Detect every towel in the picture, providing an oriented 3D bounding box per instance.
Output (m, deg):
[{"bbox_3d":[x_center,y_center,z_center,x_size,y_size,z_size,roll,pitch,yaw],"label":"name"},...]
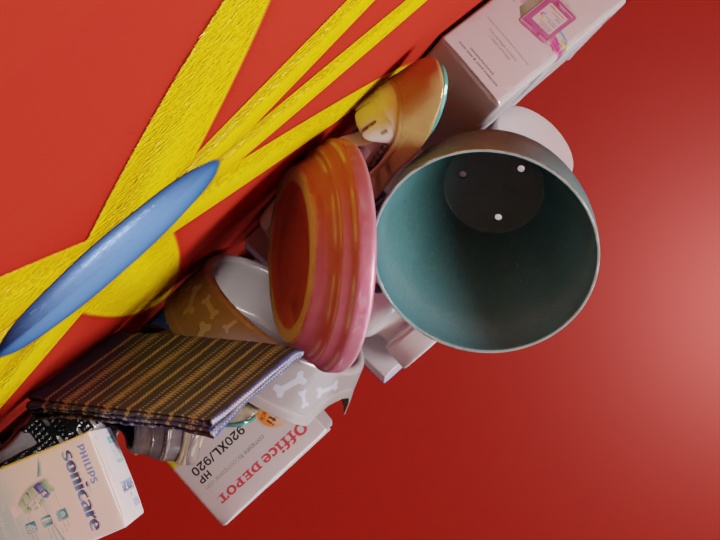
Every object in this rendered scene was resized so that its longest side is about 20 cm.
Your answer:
[{"bbox_3d":[-0.166,0.094,1.464,0.199,0.024,0.145,4,-154,30],"label":"towel"}]

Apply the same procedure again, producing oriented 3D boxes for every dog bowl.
[{"bbox_3d":[-0.083,0.059,1.613,0.059,0.200,0.200,-54,174,17],"label":"dog bowl"}]

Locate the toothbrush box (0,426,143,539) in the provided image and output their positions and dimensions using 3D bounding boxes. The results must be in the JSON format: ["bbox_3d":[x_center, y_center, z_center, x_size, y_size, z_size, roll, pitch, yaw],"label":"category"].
[{"bbox_3d":[-0.287,0.204,1.419,0.199,0.086,0.146,-22,177,-2],"label":"toothbrush box"}]

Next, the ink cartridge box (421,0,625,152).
[{"bbox_3d":[0.137,-0.206,1.641,0.200,0.085,0.145,-39,178,-30],"label":"ink cartridge box"}]

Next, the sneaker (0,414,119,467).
[{"bbox_3d":[-0.303,0.167,1.582,0.200,0.074,0.080,-36,-170,-32],"label":"sneaker"}]

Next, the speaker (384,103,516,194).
[{"bbox_3d":[0.094,-0.162,1.809,0.200,0.081,0.081,-42,178,21],"label":"speaker"}]

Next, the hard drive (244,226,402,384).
[{"bbox_3d":[0.000,0.000,1.736,0.132,0.200,0.025,-41,163,-19],"label":"hard drive"}]

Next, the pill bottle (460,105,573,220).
[{"bbox_3d":[0.120,-0.068,1.772,0.200,0.113,0.113,-47,175,39],"label":"pill bottle"}]

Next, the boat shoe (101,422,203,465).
[{"bbox_3d":[-0.196,0.106,1.540,0.200,0.073,0.075,39,-61,60],"label":"boat shoe"}]

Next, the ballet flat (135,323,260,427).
[{"bbox_3d":[-0.160,0.092,1.608,0.067,0.063,0.199,-15,-161,-32],"label":"ballet flat"}]

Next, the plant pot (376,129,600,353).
[{"bbox_3d":[0.116,-0.047,1.568,0.200,0.200,0.135,-42,-164,26],"label":"plant pot"}]

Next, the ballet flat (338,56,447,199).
[{"bbox_3d":[0.015,-0.116,1.522,0.063,0.069,0.200,-3,152,-23],"label":"ballet flat"}]

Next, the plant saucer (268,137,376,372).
[{"bbox_3d":[-0.038,-0.013,1.492,0.050,0.202,0.201,2,161,-18],"label":"plant saucer"}]

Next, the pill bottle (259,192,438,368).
[{"bbox_3d":[0.006,-0.009,1.656,0.111,0.200,0.111,-41,178,-2],"label":"pill bottle"}]

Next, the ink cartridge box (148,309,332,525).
[{"bbox_3d":[-0.145,0.132,1.770,0.147,0.200,0.145,-42,178,0],"label":"ink cartridge box"}]
